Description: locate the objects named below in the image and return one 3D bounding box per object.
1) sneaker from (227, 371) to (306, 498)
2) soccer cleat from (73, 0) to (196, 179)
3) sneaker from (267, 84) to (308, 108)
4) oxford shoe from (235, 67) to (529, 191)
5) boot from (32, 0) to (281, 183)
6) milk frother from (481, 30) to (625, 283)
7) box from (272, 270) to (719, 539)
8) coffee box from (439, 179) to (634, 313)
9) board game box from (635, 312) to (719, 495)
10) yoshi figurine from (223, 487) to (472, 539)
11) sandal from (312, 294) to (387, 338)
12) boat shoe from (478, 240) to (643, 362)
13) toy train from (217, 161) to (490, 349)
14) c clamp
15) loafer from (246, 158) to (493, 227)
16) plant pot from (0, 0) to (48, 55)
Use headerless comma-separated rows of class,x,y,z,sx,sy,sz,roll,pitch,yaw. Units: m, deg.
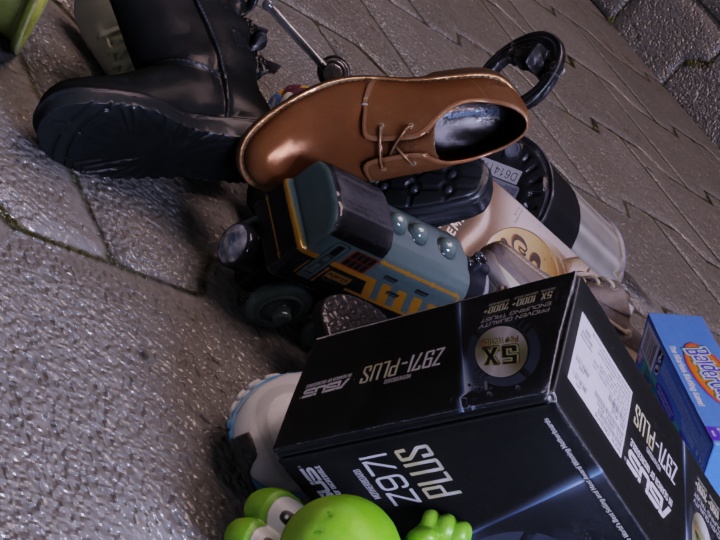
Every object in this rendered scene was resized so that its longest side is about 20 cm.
sneaker,0.008,0.081,0.913,0.200,0.087,0.075,-10,80,-50
soccer cleat,-0.151,-0.144,1.148,0.200,0.070,0.086,44,29,11
sneaker,-0.051,-0.107,1.279,0.090,0.075,0.200,39,12,6
oxford shoe,0.016,-0.091,1.031,0.071,0.199,0.072,-121,-162,-65
boot,-0.143,-0.145,1.064,0.198,0.073,0.163,5,55,-37
milk frother,0.164,-0.085,1.422,0.181,0.200,0.188,45,6,34
box,0.080,0.114,0.820,0.200,0.163,0.086,54,37,-30
coffee box,0.103,0.015,1.228,0.200,0.080,0.113,41,54,-10
board game box,0.213,0.154,1.066,0.045,0.201,0.152,4,31,-10
yoshi figurine,0.023,0.178,0.771,0.200,0.112,0.112,38,26,-8
sandal,0.020,0.086,1.049,0.200,0.045,0.075,44,39,-44
boat shoe,0.161,0.040,1.154,0.200,0.073,0.074,43,-20,-20
toy train,0.000,0.000,1.058,0.200,0.114,0.085,25,42,-41
c clamp,-0.006,-0.135,1.211,0.171,0.027,0.200,52,4,-1
loafer,0.011,-0.053,1.133,0.070,0.200,0.068,47,51,-46
plant pot,-0.272,-0.277,1.042,0.190,0.200,0.200,27,23,-12
